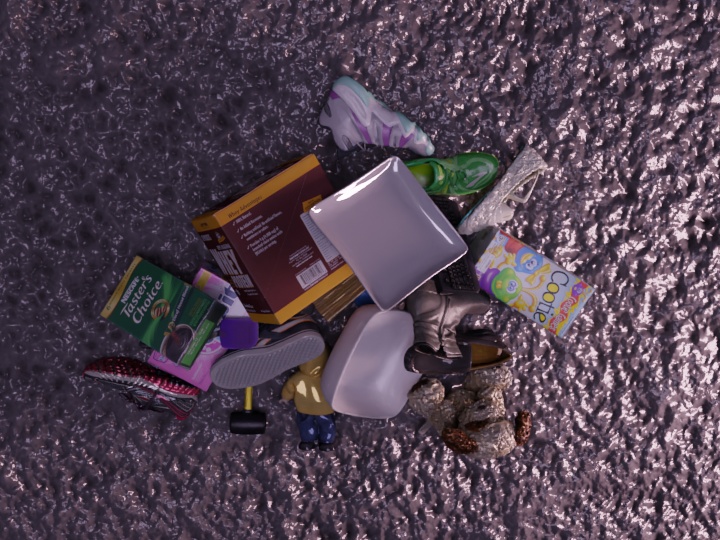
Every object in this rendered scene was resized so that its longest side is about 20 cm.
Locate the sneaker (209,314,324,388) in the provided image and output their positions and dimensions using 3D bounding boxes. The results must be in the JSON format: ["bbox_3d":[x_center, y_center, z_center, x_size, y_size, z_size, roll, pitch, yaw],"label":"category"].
[{"bbox_3d":[-0.161,0.136,1.556,0.200,0.079,0.079,-19,128,-1],"label":"sneaker"}]

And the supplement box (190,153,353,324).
[{"bbox_3d":[-0.128,-0.050,1.484,0.197,0.133,0.200,-35,103,-22],"label":"supplement box"}]

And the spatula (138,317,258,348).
[{"bbox_3d":[-0.269,0.113,1.520,0.199,0.021,0.057,-7,62,3],"label":"spatula"}]

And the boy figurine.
[{"bbox_3d":[-0.085,0.217,1.613,0.124,0.064,0.201,-2,100,15],"label":"boy figurine"}]

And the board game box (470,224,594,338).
[{"bbox_3d":[0.282,0.013,1.580,0.200,0.105,0.103,31,99,-9],"label":"board game box"}]

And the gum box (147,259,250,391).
[{"bbox_3d":[-0.269,0.099,1.571,0.113,0.066,0.200,29,98,-11],"label":"gum box"}]

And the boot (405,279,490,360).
[{"bbox_3d":[0.150,0.093,1.547,0.200,0.068,0.131,10,62,-40],"label":"boot"}]

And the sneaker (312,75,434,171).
[{"bbox_3d":[0.012,-0.216,1.528,0.200,0.078,0.140,35,99,-1],"label":"sneaker"}]

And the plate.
[{"bbox_3d":[0.043,-0.058,1.454,0.199,0.032,0.200,-35,85,-28],"label":"plate"}]

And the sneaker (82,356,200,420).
[{"bbox_3d":[-0.380,0.204,1.578,0.200,0.081,0.075,17,102,-9],"label":"sneaker"}]

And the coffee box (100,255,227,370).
[{"bbox_3d":[-0.324,0.067,1.498,0.200,0.044,0.123,27,83,32],"label":"coffee box"}]

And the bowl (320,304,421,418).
[{"bbox_3d":[0.024,0.147,1.570,0.199,0.075,0.200,17,103,-48],"label":"bowl"}]

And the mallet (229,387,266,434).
[{"bbox_3d":[-0.187,0.195,1.616,0.066,0.041,0.201,9,97,-5],"label":"mallet"}]

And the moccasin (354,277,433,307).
[{"bbox_3d":[0.074,-0.004,1.578,0.200,0.068,0.081,-24,105,4],"label":"moccasin"}]

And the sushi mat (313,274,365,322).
[{"bbox_3d":[0.000,0.000,1.563,0.200,0.096,0.012,-40,133,4],"label":"sushi mat"}]

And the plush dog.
[{"bbox_3d":[0.196,0.268,1.585,0.199,0.172,0.161,-11,113,-18],"label":"plush dog"}]

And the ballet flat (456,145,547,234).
[{"bbox_3d":[0.245,-0.126,1.536,0.072,0.072,0.200,43,77,-12],"label":"ballet flat"}]

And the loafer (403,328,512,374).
[{"bbox_3d":[0.170,0.144,1.580,0.200,0.072,0.073,-11,111,-26],"label":"loafer"}]

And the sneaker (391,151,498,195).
[{"bbox_3d":[0.138,-0.157,1.542,0.199,0.084,0.074,-7,102,-4],"label":"sneaker"}]

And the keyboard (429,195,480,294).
[{"bbox_3d":[0.123,-0.047,1.521,0.127,0.200,0.021,0,144,-16],"label":"keyboard"}]
